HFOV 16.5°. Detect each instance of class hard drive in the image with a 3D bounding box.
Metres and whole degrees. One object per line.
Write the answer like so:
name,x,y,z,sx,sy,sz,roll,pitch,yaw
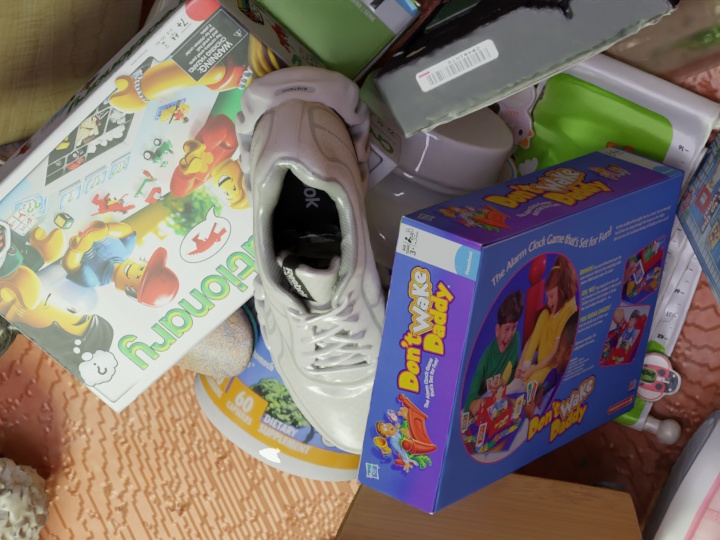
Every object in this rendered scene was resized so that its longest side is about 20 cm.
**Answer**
hard drive,0.093,-0.129,1.173,0.140,0.200,0.038,-25,103,20

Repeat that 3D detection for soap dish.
soap dish,0.059,0.150,1.277,0.157,0.200,0.081,9,77,-2

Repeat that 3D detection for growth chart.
growth chart,0.120,-0.018,1.304,0.145,0.018,0.200,15,111,10

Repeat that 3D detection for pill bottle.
pill bottle,0.000,0.000,1.290,0.112,0.112,0.200,28,113,5

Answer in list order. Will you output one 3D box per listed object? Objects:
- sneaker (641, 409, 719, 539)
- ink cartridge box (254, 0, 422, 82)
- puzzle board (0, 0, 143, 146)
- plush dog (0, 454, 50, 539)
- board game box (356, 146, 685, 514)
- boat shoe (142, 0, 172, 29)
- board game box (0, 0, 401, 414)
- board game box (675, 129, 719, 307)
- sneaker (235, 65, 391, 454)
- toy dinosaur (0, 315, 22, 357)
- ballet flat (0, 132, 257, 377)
sneaker,0.193,0.172,1.318,0.105,0.075,0.200,22,116,6
ink cartridge box,-0.046,-0.151,1.198,0.148,0.200,0.076,44,94,-3
puzzle board,-0.179,-0.119,1.207,0.200,0.151,0.017,107,144,-58
plush dog,-0.248,0.218,1.428,0.200,0.161,0.172,-22,128,22
board game box,0.081,0.024,1.209,0.045,0.200,0.135,21,112,29
boat shoe,-0.090,-0.080,1.266,0.060,0.074,0.200,22,152,0
board game box,-0.094,-0.036,1.191,0.126,0.035,0.200,41,113,-17
board game box,0.246,0.021,1.173,0.200,0.200,0.062,27,111,0
sneaker,-0.018,0.009,1.148,0.075,0.081,0.200,-11,121,6
toy dinosaur,-0.211,-0.003,1.367,0.102,0.077,0.200,3,114,0
ballet flat,-0.141,-0.003,1.281,0.200,0.067,0.068,38,128,26
